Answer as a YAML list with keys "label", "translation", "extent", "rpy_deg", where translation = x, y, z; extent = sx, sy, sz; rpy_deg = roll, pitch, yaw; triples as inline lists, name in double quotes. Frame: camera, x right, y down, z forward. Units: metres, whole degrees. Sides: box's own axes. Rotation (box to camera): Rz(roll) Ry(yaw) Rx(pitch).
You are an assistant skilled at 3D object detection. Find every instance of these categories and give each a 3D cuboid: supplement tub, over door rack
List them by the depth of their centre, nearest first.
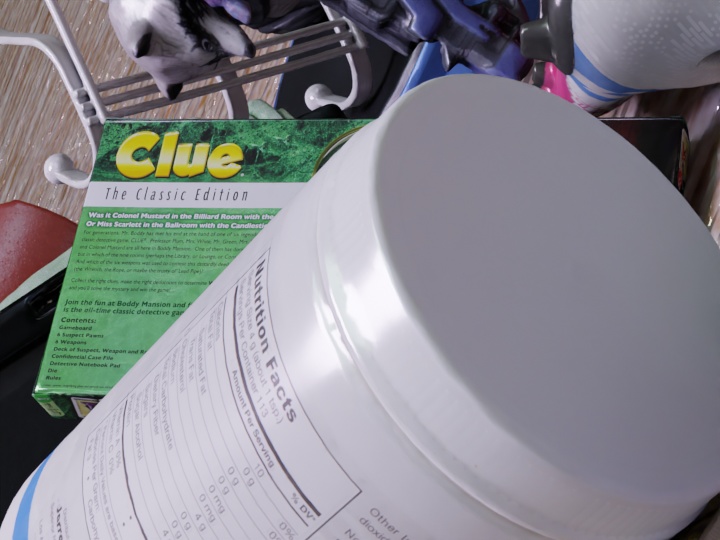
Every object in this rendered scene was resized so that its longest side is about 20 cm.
- label: "supplement tub"
  translation: [-0.001, 0.056, 0.685]
  extent: [0.200, 0.131, 0.133]
  rpy_deg: [-44, 29, 38]
- label: "over door rack"
  translation: [-0.087, -0.140, 0.949]
  extent: [0.066, 0.147, 0.202]
  rpy_deg: [-16, 93, 47]

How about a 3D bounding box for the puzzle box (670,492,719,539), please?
- label: "puzzle box"
  translation: [0.031, 0.136, 0.677]
  extent: [0.133, 0.025, 0.200]
  rpy_deg: [-50, 4, -38]

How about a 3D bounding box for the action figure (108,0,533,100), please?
- label: "action figure"
  translation: [-0.010, -0.133, 0.891]
  extent: [0.194, 0.200, 0.105]
  rpy_deg: [-49, -2, -15]

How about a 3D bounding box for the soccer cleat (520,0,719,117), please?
- label: "soccer cleat"
  translation: [0.094, -0.080, 0.777]
  extent: [0.200, 0.086, 0.071]
  rpy_deg: [-39, -49, -82]

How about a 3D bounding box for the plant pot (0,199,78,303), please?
- label: "plant pot"
  translation: [-0.194, 0.083, 1.230]
  extent: [0.201, 0.200, 0.196]
  rpy_deg: [-45, 21, 50]

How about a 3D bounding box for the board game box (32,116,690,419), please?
- label: "board game box"
  translation: [0.000, 0.000, 0.795]
  extent: [0.023, 0.198, 0.106]
  rpy_deg: [56, -139, -57]

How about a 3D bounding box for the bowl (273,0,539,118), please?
- label: "bowl"
  translation: [0.017, -0.099, 1.044]
  extent: [0.201, 0.039, 0.202]
  rpy_deg: [-54, 23, 37]

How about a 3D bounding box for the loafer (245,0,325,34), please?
- label: "loafer"
  translation: [-0.023, -0.145, 1.032]
  extent: [0.200, 0.070, 0.069]
  rpy_deg: [-22, 48, 65]

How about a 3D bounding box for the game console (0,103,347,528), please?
- label: "game console"
  translation: [-0.063, 0.042, 0.879]
  extent: [0.199, 0.117, 0.176]
  rpy_deg: [-33, 4, -1]

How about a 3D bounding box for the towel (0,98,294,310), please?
- label: "towel"
  translation: [-0.049, 0.015, 0.935]
  extent: [0.152, 0.023, 0.200]
  rpy_deg: [-39, 36, -9]
